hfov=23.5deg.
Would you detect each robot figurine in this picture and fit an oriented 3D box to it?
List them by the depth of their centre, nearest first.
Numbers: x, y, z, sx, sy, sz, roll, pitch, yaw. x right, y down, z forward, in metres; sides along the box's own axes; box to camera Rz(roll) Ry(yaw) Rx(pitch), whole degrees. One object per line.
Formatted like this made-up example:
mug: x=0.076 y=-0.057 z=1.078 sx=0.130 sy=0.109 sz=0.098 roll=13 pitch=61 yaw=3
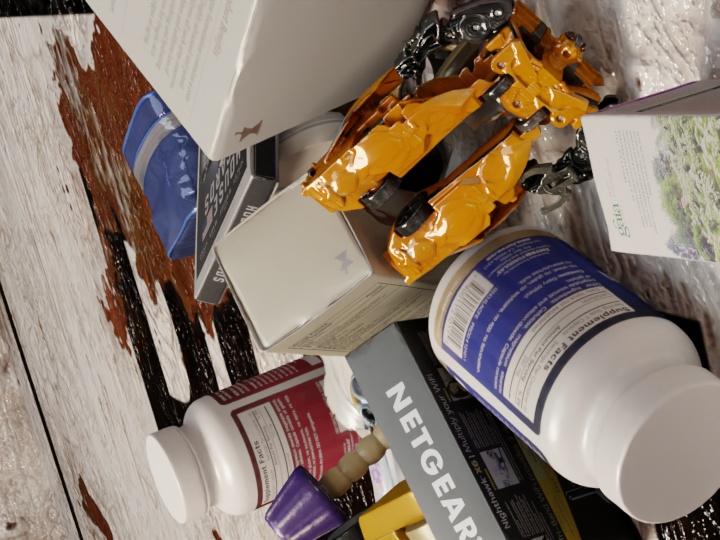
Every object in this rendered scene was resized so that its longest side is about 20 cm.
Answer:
robot figurine: x=0.063 y=-0.085 z=1.062 sx=0.145 sy=0.058 sz=0.200 roll=40 pitch=122 yaw=-16

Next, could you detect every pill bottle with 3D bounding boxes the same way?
pill bottle: x=0.138 y=0.063 z=1.069 sx=0.200 sy=0.116 sz=0.116 roll=43 pitch=146 yaw=49
pill bottle: x=-0.087 y=0.152 z=1.569 sx=0.113 sy=0.200 sz=0.113 roll=50 pitch=151 yaw=41

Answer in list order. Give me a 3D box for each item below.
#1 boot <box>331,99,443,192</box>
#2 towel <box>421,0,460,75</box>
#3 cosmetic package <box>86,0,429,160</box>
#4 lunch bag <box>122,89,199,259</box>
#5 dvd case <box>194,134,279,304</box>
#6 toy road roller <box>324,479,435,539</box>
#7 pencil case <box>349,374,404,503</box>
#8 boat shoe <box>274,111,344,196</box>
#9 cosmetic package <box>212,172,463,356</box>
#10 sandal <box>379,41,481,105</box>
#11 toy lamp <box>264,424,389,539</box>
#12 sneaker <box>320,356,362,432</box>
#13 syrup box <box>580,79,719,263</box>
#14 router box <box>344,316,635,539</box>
boot: x=-0.021 y=-0.107 z=1.362 sx=0.200 sy=0.068 sz=0.188 roll=59 pitch=157 yaw=26
towel: x=-0.008 y=-0.247 z=1.209 sx=0.191 sy=0.032 sz=0.200 roll=23 pitch=131 yaw=46
cosmetic package: x=-0.074 y=-0.217 z=1.139 sx=0.200 sy=0.166 sz=0.167 roll=52 pitch=148 yaw=19
lunch bag: x=-0.128 y=-0.105 z=1.525 sx=0.132 sy=0.136 sz=0.200 roll=66 pitch=160 yaw=9
dvd case: x=-0.094 y=-0.097 z=1.303 sx=0.150 sy=0.025 sz=0.200 roll=119 pitch=156 yaw=-47
toy road roller: x=0.078 y=0.196 z=1.297 sx=0.123 sy=0.146 sz=0.200 roll=53 pitch=146 yaw=0
pencil case: x=0.045 y=0.167 z=1.421 sx=0.083 sy=0.091 sz=0.200 roll=0 pitch=118 yaw=21
boat shoe: x=-0.054 y=-0.097 z=1.322 sx=0.200 sy=0.072 sz=0.069 roll=147 pitch=116 yaw=-72
cosmetic package: x=0.000 y=0.000 z=1.214 sx=0.087 sy=0.103 sz=0.200 roll=62 pitch=-159 yaw=17
sandal: x=0.044 y=-0.119 z=1.158 sx=0.054 sy=0.080 sz=0.200 roll=52 pitch=154 yaw=4
toy lamp: x=0.010 y=0.132 z=1.317 sx=0.058 sy=0.200 sz=0.058 roll=46 pitch=174 yaw=6
sneaker: x=-0.015 y=0.043 z=1.504 sx=0.200 sy=0.074 sz=0.087 roll=54 pitch=139 yaw=25
syrup box: x=0.201 y=-0.051 z=0.865 sx=0.200 sy=0.081 sz=0.079 roll=11 pitch=117 yaw=66
router box: x=0.092 y=0.126 z=1.182 sx=0.052 sy=0.157 sz=0.200 roll=-36 pitch=72 yaw=30
